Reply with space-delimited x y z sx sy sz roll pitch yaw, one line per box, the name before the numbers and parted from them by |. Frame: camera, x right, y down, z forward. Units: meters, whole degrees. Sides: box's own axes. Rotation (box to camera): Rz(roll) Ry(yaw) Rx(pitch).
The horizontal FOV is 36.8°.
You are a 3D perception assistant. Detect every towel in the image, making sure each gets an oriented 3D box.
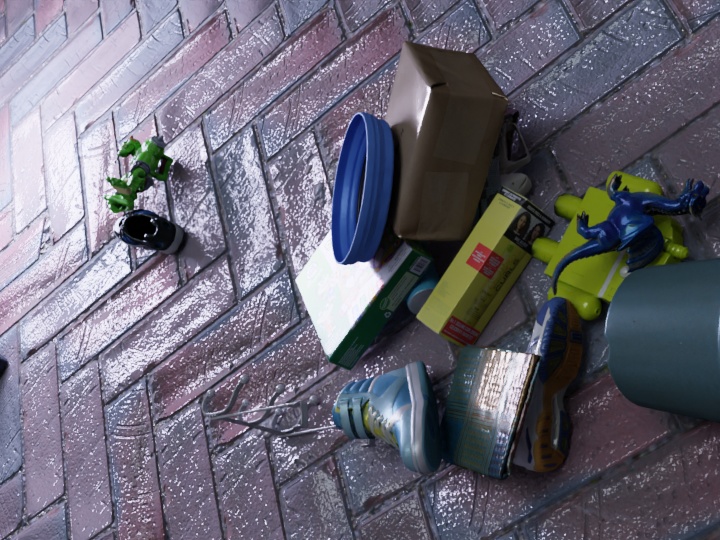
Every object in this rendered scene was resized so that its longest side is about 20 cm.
towel | 0.145 0.161 1.258 0.200 0.022 0.147 175 113 -73

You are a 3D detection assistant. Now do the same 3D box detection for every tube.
tube | 0.065 -0.028 1.490 0.077 0.050 0.200 -36 45 21

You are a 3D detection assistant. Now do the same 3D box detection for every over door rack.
over door rack | -0.093 0.186 1.447 0.200 0.148 0.067 -2 73 43

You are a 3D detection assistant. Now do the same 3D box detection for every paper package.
paper package | 0.095 -0.168 1.398 0.191 0.103 0.201 -108 28 -58

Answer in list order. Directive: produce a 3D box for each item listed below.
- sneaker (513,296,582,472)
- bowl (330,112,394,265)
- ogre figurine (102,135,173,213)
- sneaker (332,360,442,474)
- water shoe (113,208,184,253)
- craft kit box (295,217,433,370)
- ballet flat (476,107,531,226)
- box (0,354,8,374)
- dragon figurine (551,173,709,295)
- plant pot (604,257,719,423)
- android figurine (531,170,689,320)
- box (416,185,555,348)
sneaker | 0.196 0.127 1.250 0.088 0.075 0.201 3 79 49
bowl | 0.002 -0.105 1.417 0.201 0.039 0.201 -173 90 -77
ogre figurine | -0.403 -0.175 1.960 0.098 0.200 0.120 26 67 5
sneaker | 0.028 0.192 1.317 0.130 0.080 0.200 -15 21 8
water shoe | -0.390 -0.081 1.913 0.200 0.079 0.072 11 76 45
craft kit box | 0.000 0.000 1.493 0.200 0.048 0.198 -54 30 19
ballet flat | 0.188 -0.133 1.423 0.071 0.069 0.201 -7 62 19
box | -0.804 0.223 2.115 0.148 0.107 0.200 23 84 47
dragon figurine | 0.297 -0.040 1.205 0.200 0.059 0.099 -47 50 -1
plant pot | 0.362 0.069 1.066 0.196 0.200 0.201 -1 67 50
android figurine | 0.295 -0.026 1.278 0.200 0.041 0.182 29 89 49
box | 0.158 -0.002 1.367 0.200 0.075 0.050 -56 43 3
